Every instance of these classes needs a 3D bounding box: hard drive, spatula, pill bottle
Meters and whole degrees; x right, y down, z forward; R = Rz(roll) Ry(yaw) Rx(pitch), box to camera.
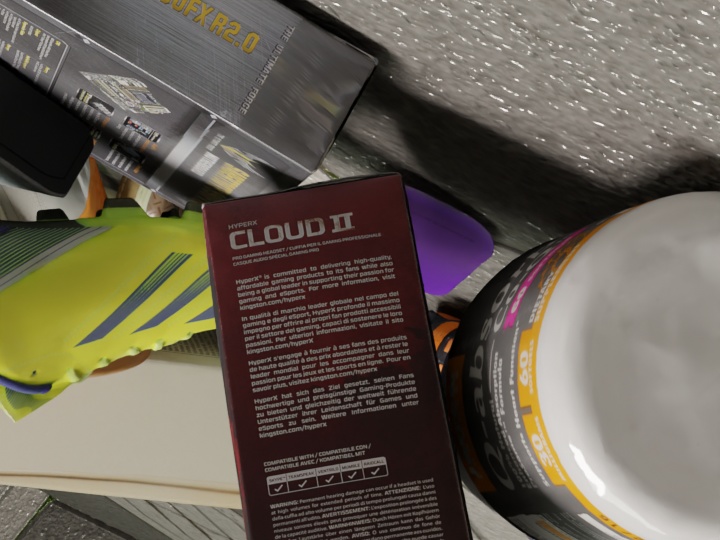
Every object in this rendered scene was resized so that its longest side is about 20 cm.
[{"bbox_3d":[-0.207,-0.085,1.085,0.140,0.033,0.200,35,168,-32],"label":"hard drive"},{"bbox_3d":[0.000,0.000,1.164,0.057,0.021,0.200,25,163,-13],"label":"spatula"},{"bbox_3d":[0.093,0.041,0.942,0.116,0.116,0.200,30,168,-7],"label":"pill bottle"}]

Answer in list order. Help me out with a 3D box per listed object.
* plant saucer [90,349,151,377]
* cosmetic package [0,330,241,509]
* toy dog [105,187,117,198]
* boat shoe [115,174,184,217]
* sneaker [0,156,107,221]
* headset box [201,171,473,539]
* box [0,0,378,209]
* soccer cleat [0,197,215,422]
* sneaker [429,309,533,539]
[{"bbox_3d":[-0.189,0.011,1.192,0.200,0.037,0.200,5,-172,-1],"label":"plant saucer"},{"bbox_3d":[-0.130,0.059,1.308,0.200,0.073,0.104,6,-169,-11],"label":"cosmetic package"},{"bbox_3d":[-0.143,0.041,1.480,0.194,0.140,0.200,32,173,35],"label":"toy dog"},{"bbox_3d":[-0.077,-0.015,1.237,0.076,0.072,0.200,31,171,22],"label":"boat shoe"},{"bbox_3d":[-0.174,-0.034,1.205,0.200,0.092,0.076,31,142,56],"label":"sneaker"},{"bbox_3d":[-0.005,0.073,0.971,0.075,0.200,0.149,-9,151,-2],"label":"headset box"},{"bbox_3d":[-0.088,-0.081,1.016,0.158,0.048,0.200,30,170,-6],"label":"box"},{"bbox_3d":[-0.111,0.015,1.032,0.200,0.084,0.065,0,174,-27],"label":"soccer cleat"},{"bbox_3d":[0.072,0.076,1.294,0.112,0.078,0.200,27,159,32],"label":"sneaker"}]
